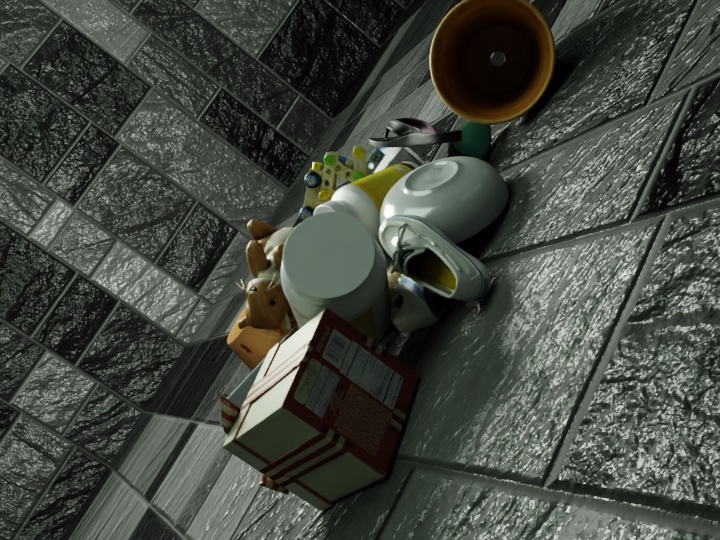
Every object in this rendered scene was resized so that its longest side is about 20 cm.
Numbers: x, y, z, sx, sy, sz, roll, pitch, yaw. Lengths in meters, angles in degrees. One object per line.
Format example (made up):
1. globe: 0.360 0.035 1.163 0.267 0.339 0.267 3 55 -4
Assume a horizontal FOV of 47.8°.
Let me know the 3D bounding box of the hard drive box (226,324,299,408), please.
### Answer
1. hard drive box: -0.129 0.171 1.418 0.200 0.077 0.156 -46 -2 29

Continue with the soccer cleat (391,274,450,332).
1. soccer cleat: 0.081 0.010 1.172 0.086 0.070 0.201 -28 27 24

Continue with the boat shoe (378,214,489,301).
1. boat shoe: 0.072 -0.016 1.069 0.202 0.085 0.075 40 121 41

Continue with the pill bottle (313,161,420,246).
1. pill bottle: 0.023 -0.097 1.323 0.199 0.113 0.112 -26 -5 -36

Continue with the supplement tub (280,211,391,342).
1. supplement tub: -0.032 0.021 1.124 0.146 0.143 0.201 -59 -17 -20

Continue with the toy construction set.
1. toy construction set: -0.037 -0.125 1.425 0.092 0.129 0.203 16 -94 -81

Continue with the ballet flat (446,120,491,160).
1. ballet flat: 0.166 -0.174 1.361 0.074 0.074 0.201 -37 20 50

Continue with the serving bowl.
1. serving bowl: 0.114 -0.112 1.193 0.198 0.066 0.201 -19 29 11

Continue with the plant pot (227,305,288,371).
1. plant pot: -0.171 0.126 1.609 0.201 0.139 0.201 -50 15 18

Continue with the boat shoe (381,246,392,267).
1. boat shoe: 0.001 -0.001 1.346 0.200 0.072 0.070 -35 -11 -39

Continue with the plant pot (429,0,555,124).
1. plant pot: 0.225 -0.353 1.365 0.201 0.200 0.183 -49 0 18

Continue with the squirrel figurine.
1. squirrel figurine: -0.128 0.036 1.347 0.201 0.140 0.188 78 -160 -47

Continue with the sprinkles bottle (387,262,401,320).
1. sprinkles bottle: 0.019 0.063 1.279 0.200 0.068 0.069 -44 17 34

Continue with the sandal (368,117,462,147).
1. sandal: 0.092 -0.236 1.378 0.075 0.049 0.199 -15 13 -40

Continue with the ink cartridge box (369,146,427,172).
1. ink cartridge box: 0.083 -0.166 1.490 0.067 0.116 0.200 -47 13 -1

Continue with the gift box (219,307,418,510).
1. gift box: -0.063 0.171 1.050 0.187 0.199 0.185 -41 14 46
